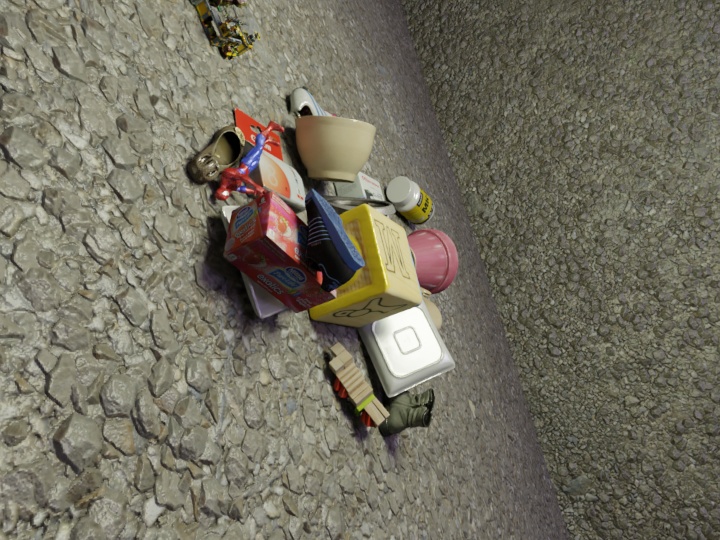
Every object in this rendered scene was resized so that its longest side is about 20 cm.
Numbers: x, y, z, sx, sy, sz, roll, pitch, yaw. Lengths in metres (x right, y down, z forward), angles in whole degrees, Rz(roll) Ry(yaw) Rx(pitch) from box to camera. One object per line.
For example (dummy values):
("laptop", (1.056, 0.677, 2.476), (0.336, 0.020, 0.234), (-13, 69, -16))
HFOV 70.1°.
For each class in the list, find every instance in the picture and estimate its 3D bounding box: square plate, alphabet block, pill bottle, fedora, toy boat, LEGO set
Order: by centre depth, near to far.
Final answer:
("square plate", (-0.171, -0.022, 0.955), (0.199, 0.028, 0.201), (-17, 87, -67))
("LEGO set", (-0.272, -0.567, 1.081), (0.153, 0.114, 0.203), (-20, 89, -67))
("alphabet block", (0.000, 0.000, 1.128), (0.199, 0.193, 0.200), (22, 50, -61))
("square plate", (0.110, 0.172, 1.230), (0.195, 0.029, 0.202), (-18, 71, -23))
("fedora", (-0.014, -0.127, 1.264), (0.177, 0.196, 0.092), (-136, -131, -66))
("toy boat", (0.117, 0.127, 1.373), (0.199, 0.132, 0.130), (36, 24, 28))
("pill bottle", (0.175, -0.246, 1.805), (0.199, 0.113, 0.116), (28, 46, -56))

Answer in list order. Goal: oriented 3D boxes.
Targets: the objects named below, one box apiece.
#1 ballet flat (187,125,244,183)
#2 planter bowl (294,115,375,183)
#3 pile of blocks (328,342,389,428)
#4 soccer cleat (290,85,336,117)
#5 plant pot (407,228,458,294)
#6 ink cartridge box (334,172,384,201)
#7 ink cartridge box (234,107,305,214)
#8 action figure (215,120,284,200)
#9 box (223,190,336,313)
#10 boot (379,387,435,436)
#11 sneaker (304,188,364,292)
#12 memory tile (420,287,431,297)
("ballet flat", (-0.250, -0.217, 0.936), (0.068, 0.046, 0.201), (59, 25, -23))
("planter bowl", (-0.067, -0.287, 1.249), (0.200, 0.197, 0.138), (-5, 102, -66))
("pile of blocks", (-0.018, 0.251, 1.067), (0.062, 0.082, 0.202), (-34, 95, -22))
("soccer cleat", (-0.118, -0.395, 1.358), (0.199, 0.069, 0.088), (33, 52, -47))
("plant pot", (0.163, -0.023, 1.527), (0.177, 0.198, 0.203), (-4, 74, -48))
("ink cartridge box", (0.015, -0.156, 1.419), (0.145, 0.082, 0.204), (9, 63, -63))
("ink cartridge box", (-0.186, -0.234, 1.088), (0.162, 0.049, 0.204), (19, 57, -61))
("action figure", (-0.186, -0.183, 0.948), (0.098, 0.065, 0.201), (33, 55, 1))
("box", (-0.129, -0.025, 0.879), (0.200, 0.094, 0.101), (46, 33, -43))
("boot", (0.120, 0.303, 1.216), (0.068, 0.129, 0.201), (57, 26, -25))
("sneaker", (-0.065, -0.053, 0.850), (0.070, 0.078, 0.201), (37, 19, -46))
("memory tile", (0.080, 0.020, 1.325), (0.153, 0.198, 0.017), (15, 99, -61))
